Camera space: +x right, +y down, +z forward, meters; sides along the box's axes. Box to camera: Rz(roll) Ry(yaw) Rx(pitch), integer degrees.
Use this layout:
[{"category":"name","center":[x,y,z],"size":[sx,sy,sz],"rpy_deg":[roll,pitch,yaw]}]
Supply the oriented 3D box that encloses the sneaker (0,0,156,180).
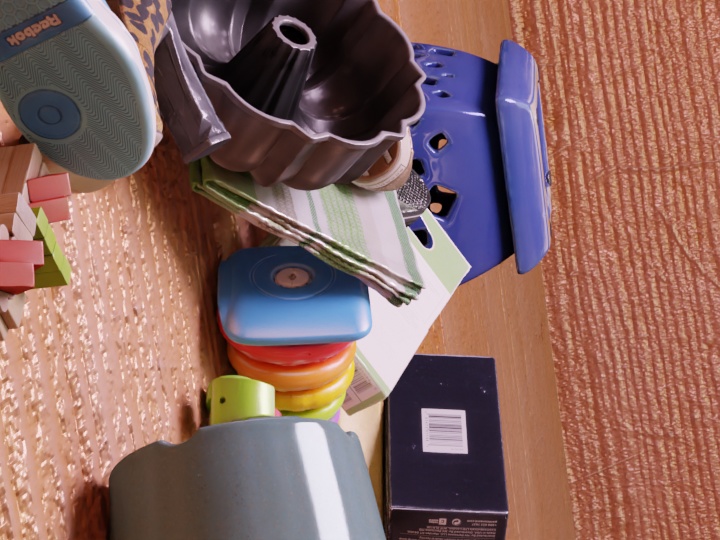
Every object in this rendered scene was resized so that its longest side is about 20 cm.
[{"category":"sneaker","center":[-0.152,-0.154,0.933],"size":[0.131,0.079,0.201],"rpy_deg":[-82,152,-51]}]

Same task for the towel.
[{"category":"towel","center":[-0.046,-0.063,1.286],"size":[0.199,0.031,0.150],"rpy_deg":[28,30,-34]}]

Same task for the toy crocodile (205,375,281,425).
[{"category":"toy crocodile","center":[-0.067,0.132,1.280],"size":[0.201,0.061,0.068],"rpy_deg":[70,18,-51]}]

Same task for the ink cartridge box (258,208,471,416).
[{"category":"ink cartridge box","center":[0.000,0.000,1.462],"size":[0.146,0.048,0.200],"rpy_deg":[52,34,-11]}]

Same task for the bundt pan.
[{"category":"bundt pan","center":[-0.060,-0.131,1.220],"size":[0.076,0.201,0.203],"rpy_deg":[-54,-161,38]}]

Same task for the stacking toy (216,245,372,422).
[{"category":"stacking toy","center":[-0.048,0.087,1.350],"size":[0.116,0.109,0.201],"rpy_deg":[-96,-176,-56]}]

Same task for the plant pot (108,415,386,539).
[{"category":"plant pot","center":[-0.056,0.197,1.030],"size":[0.200,0.198,0.198],"rpy_deg":[55,24,-67]}]

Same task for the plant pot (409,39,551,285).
[{"category":"plant pot","center":[0.083,-0.099,1.705],"size":[0.200,0.178,0.202],"rpy_deg":[-78,160,-66]}]

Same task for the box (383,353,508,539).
[{"category":"box","center":[0.069,0.207,1.651],"size":[0.201,0.103,0.183],"rpy_deg":[-90,-176,-51]}]

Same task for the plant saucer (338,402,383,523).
[{"category":"plant saucer","center":[-0.025,0.098,1.534],"size":[0.200,0.048,0.202],"rpy_deg":[65,22,-59]}]

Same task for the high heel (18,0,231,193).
[{"category":"high heel","center":[-0.159,-0.121,1.041],"size":[0.143,0.071,0.200],"rpy_deg":[61,25,4]}]

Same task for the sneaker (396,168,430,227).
[{"category":"sneaker","center":[-0.012,-0.099,1.405],"size":[0.199,0.086,0.081],"rpy_deg":[32,45,-34]}]

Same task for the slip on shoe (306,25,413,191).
[{"category":"slip on shoe","center":[-0.013,-0.149,1.330],"size":[0.201,0.076,0.061],"rpy_deg":[64,15,15]}]

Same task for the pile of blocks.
[{"category":"pile of blocks","center":[-0.169,0.004,0.861],"size":[0.200,0.062,0.083],"rpy_deg":[-70,151,-64]}]
